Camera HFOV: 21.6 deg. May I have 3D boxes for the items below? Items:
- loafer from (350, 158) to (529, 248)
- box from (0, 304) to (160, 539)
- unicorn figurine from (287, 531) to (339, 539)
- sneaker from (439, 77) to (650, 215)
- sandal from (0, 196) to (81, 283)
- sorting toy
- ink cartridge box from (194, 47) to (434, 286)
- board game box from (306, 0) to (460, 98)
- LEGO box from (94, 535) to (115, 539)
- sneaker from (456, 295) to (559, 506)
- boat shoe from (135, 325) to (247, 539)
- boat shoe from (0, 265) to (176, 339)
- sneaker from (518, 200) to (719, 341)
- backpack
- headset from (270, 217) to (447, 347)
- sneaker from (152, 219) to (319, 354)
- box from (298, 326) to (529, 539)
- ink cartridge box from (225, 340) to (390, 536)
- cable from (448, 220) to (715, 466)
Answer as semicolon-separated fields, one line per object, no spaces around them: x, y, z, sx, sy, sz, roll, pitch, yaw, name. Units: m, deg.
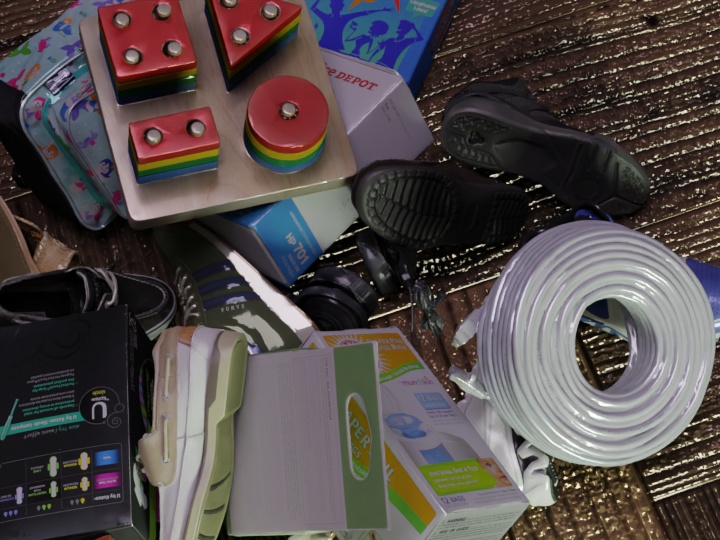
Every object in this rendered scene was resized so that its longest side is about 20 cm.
0.059;-0.061;1.656;0.071;0.200;0.073;33;107;43;loafer
-0.226;0.156;1.559;0.124;0.149;0.200;-11;60;7;box
-0.049;0.273;1.515;0.200;0.074;0.137;38;67;27;unicorn figurine
0.169;-0.119;1.710;0.199;0.076;0.114;18;30;-4;sneaker
-0.282;0.009;1.716;0.070;0.078;0.212;-12;61;-37;sandal
-0.120;-0.156;1.596;0.199;0.070;0.200;-12;68;-12;sorting toy
-0.057;-0.097;1.697;0.200;0.086;0.146;-44;40;-19;ink cartridge box
0.011;-0.257;1.831;0.152;0.045;0.200;16;62;16;board game box
-0.180;0.329;1.456;0.077;0.149;0.200;-22;60;-5;LEGO box
0.115;0.107;1.596;0.081;0.075;0.200;-12;58;11;sneaker
-0.139;0.142;1.488;0.068;0.075;0.200;10;89;12;boat shoe
-0.238;0.031;1.635;0.200;0.064;0.071;-8;65;-39;boat shoe
0.219;0.003;1.613;0.199;0.115;0.081;9;63;12;sneaker
-0.223;-0.156;1.720;0.150;0.178;0.200;21;60;39;backpack
0.000;0.000;1.655;0.123;0.094;0.200;-42;52;-16;headset
-0.130;0.033;1.665;0.200;0.067;0.090;40;69;19;sneaker
0.022;0.151;1.535;0.200;0.112;0.101;53;123;29;box
-0.035;0.132;1.473;0.200;0.048;0.146;-10;83;46;ink cartridge box
0.192;0.057;1.525;0.200;0.069;0.200;39;74;-17;cable
